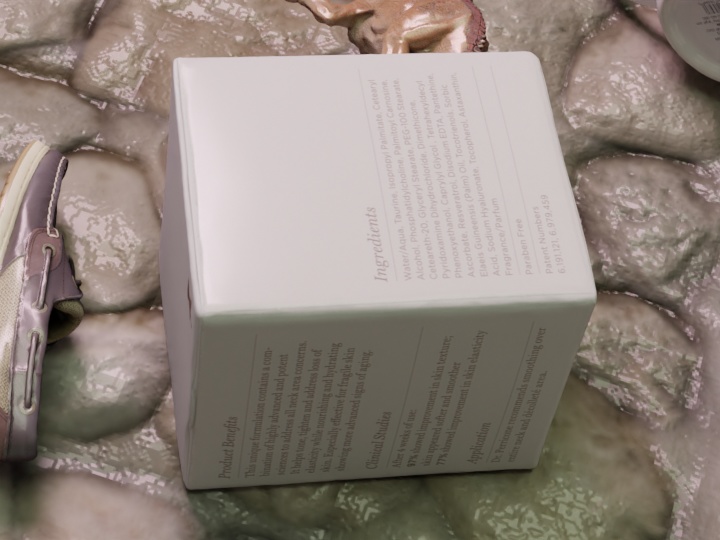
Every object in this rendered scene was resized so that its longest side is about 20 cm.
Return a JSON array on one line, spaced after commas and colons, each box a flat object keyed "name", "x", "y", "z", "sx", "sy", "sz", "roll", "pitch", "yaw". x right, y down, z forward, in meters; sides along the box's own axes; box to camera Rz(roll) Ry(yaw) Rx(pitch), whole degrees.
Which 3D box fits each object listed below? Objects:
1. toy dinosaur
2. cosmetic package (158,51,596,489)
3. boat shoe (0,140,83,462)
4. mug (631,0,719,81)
[{"name": "toy dinosaur", "x": 0.040, "y": -0.147, "z": 1.128, "sx": 0.135, "sy": 0.086, "sz": 0.200, "roll": -27, "pitch": 43, "yaw": -7}, {"name": "cosmetic package", "x": 0.000, "y": 0.000, "z": 0.989, "sx": 0.198, "sy": 0.168, "sz": 0.168, "roll": -2, "pitch": 55, "yaw": -11}, {"name": "boat shoe", "x": -0.182, "y": 0.019, "z": 1.015, "sx": 0.064, "sy": 0.072, "sz": 0.201, "roll": 17, "pitch": 50, "yaw": -10}, {"name": "mug", "x": 0.248, "y": -0.213, "z": 1.208, "sx": 0.199, "sy": 0.148, "sz": 0.176, "roll": 11, "pitch": 55, "yaw": 39}]
